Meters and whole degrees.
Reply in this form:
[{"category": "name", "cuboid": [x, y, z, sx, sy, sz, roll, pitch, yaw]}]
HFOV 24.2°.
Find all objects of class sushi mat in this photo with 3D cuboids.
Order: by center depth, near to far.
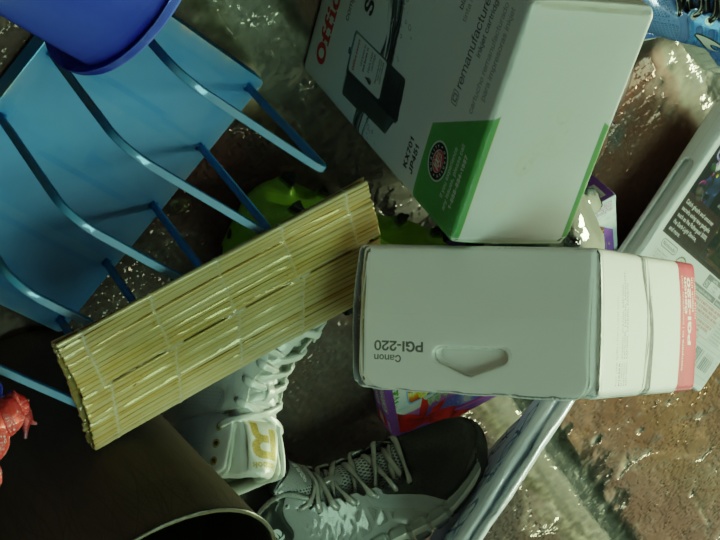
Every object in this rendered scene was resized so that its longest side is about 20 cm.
[{"category": "sushi mat", "cuboid": [-0.073, 0.024, 0.935, 0.199, 0.012, 0.096, -29, 139, -20]}]

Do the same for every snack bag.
[{"category": "snack bag", "cuboid": [0.086, 0.169, 1.214, 0.189, 0.021, 0.200, -53, 177, -32]}]

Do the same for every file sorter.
[{"category": "file sorter", "cuboid": [-0.140, -0.036, 0.936, 0.200, 0.123, 0.139, -49, 136, 9]}]

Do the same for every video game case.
[{"category": "video game case", "cuboid": [0.265, -0.012, 1.287, 0.182, 0.023, 0.200, -56, 141, 2]}]

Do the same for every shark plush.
[{"category": "shark plush", "cuboid": [0.109, -0.020, 1.093, 0.083, 0.091, 0.200, -18, 161, 17]}]

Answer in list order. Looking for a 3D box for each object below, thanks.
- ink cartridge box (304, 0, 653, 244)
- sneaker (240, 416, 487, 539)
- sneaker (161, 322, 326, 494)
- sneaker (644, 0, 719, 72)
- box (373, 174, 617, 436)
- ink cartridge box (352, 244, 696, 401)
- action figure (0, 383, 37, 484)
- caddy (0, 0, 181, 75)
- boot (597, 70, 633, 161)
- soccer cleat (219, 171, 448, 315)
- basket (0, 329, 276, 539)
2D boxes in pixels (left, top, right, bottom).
[{"category": "ink cartridge box", "cuboid": [0.057, -0.129, 0.947, 0.083, 0.200, 0.147, -1, 124, -30]}, {"category": "sneaker", "cuboid": [-0.012, 0.150, 1.168, 0.200, 0.075, 0.116, -36, 132, 5]}, {"category": "sneaker", "cuboid": [-0.055, 0.069, 1.034, 0.073, 0.116, 0.200, 10, 140, -36]}, {"category": "sneaker", "cuboid": [0.231, -0.179, 1.097, 0.199, 0.089, 0.079, 9, 87, -44]}, {"category": "box", "cuboid": [0.096, 0.028, 1.216, 0.199, 0.039, 0.137, -26, 134, -16]}, {"category": "ink cartridge box", "cuboid": [0.101, 0.030, 0.983, 0.200, 0.145, 0.085, 1, 90, -64]}, {"category": "action figure", "cuboid": [-0.213, 0.076, 0.912, 0.065, 0.200, 0.052, -18, 108, -12]}, {"category": "caddy", "cuboid": [-0.115, -0.193, 0.815, 0.105, 0.141, 0.200, 20, 111, -40]}, {"category": "boot", "cuboid": [0.123, -0.144, 1.095, 0.166, 0.072, 0.201, -7, 127, -47]}, {"category": "soccer cleat", "cuboid": [0.000, 0.000, 1.101, 0.199, 0.068, 0.081, 22, 125, -28]}, {"category": "basket", "cuboid": [-0.165, 0.139, 0.997, 0.180, 0.200, 0.136, -44, 138, 7]}]
